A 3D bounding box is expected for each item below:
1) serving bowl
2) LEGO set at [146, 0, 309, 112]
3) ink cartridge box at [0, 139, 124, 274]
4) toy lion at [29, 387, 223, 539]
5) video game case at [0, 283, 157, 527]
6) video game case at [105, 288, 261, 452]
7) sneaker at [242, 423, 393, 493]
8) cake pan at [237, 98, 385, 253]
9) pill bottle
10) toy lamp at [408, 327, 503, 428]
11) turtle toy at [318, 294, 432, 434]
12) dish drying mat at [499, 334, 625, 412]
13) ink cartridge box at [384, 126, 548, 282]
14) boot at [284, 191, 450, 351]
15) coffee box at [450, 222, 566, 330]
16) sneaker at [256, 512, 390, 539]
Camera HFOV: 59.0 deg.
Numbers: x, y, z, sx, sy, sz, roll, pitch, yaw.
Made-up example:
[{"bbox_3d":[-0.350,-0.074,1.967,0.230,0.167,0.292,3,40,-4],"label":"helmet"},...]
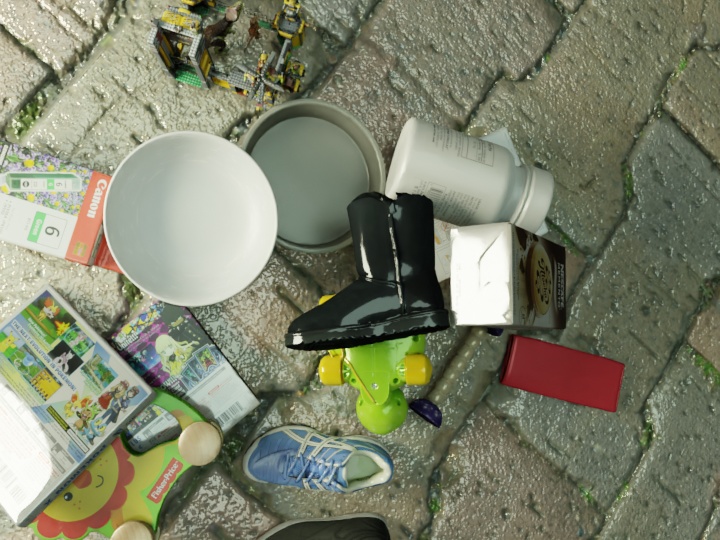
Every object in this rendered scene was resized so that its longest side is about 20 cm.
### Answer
[{"bbox_3d":[-0.199,-0.062,0.765,0.197,0.066,0.203,-1,95,-11],"label":"serving bowl"},{"bbox_3d":[-0.160,-0.289,0.765,0.198,0.116,0.155,26,83,0],"label":"LEGO set"},{"bbox_3d":[-0.338,-0.067,0.755,0.197,0.050,0.110,18,82,-14],"label":"ink cartridge box"},{"bbox_3d":[-0.282,0.217,0.719,0.191,0.069,0.201,36,78,-3],"label":"toy lion"},{"bbox_3d":[-0.355,0.139,0.701,0.199,0.022,0.182,38,71,19],"label":"video game case"},{"bbox_3d":[-0.253,0.155,0.775,0.199,0.036,0.182,-39,98,-14],"label":"video game case"},{"bbox_3d":[-0.049,0.240,0.809,0.197,0.077,0.077,2,88,-14],"label":"sneaker"},{"bbox_3d":[-0.065,-0.123,0.843,0.197,0.037,0.204,1,87,-16],"label":"cake pan"},{"bbox_3d":[0.139,-0.114,0.824,0.197,0.114,0.116,16,83,-7],"label":"pill bottle"},{"bbox_3d":[0.143,0.118,0.881,0.058,0.058,0.201,36,77,-11],"label":"toy lamp"},{"bbox_3d":[0.023,0.111,0.822,0.143,0.101,0.203,-1,86,10],"label":"turtle toy"},{"bbox_3d":[0.302,0.153,0.946,0.197,0.018,0.078,16,84,-16],"label":"dish drying mat"},{"bbox_3d":[0.146,-0.090,0.906,0.198,0.057,0.164,-24,94,-1],"label":"ink cartridge box"},{"bbox_3d":[0.000,0.000,0.749,0.197,0.077,0.171,-10,75,0],"label":"boot"},{"bbox_3d":[0.189,0.015,0.789,0.199,0.079,0.115,9,79,-55],"label":"coffee box"},{"bbox_3d":[-0.047,0.357,0.792,0.197,0.099,0.072,-7,91,-15],"label":"sneaker"}]
